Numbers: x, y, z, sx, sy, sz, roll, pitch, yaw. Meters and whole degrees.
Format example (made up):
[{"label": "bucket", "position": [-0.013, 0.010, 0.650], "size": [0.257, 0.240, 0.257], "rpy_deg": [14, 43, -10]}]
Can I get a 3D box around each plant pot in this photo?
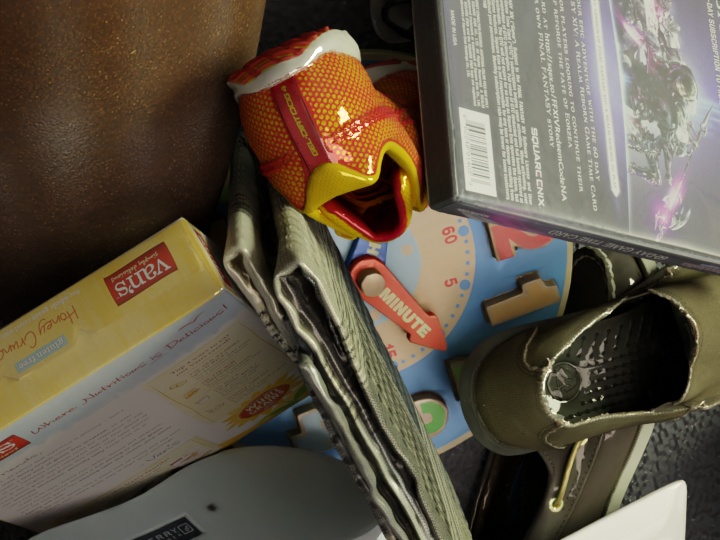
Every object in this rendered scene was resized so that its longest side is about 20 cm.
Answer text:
[{"label": "plant pot", "position": [-0.117, -0.082, 1.013], "size": [0.186, 0.187, 0.201], "rpy_deg": [-17, 126, -20]}]

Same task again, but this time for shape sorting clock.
[{"label": "shape sorting clock", "position": [0.000, 0.000, 1.147], "size": [0.199, 0.039, 0.201], "rpy_deg": [-5, 109, -15]}]

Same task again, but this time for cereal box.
[{"label": "cereal box", "position": [-0.097, 0.050, 1.036], "size": [0.143, 0.200, 0.040], "rpy_deg": [-32, 73, 3]}]

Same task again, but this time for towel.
[{"label": "towel", "position": [-0.003, 0.049, 1.035], "size": [0.034, 0.200, 0.193], "rpy_deg": [-26, 108, 2]}]

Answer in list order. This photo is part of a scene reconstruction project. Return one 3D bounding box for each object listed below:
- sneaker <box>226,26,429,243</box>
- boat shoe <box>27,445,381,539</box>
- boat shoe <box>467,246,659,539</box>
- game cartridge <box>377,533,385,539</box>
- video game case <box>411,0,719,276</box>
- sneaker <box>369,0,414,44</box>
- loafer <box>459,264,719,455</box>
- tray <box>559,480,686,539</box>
[{"label": "sneaker", "position": [-0.002, -0.044, 1.022], "size": [0.073, 0.200, 0.078], "rpy_deg": [-24, 84, 16]}, {"label": "boat shoe", "position": [-0.078, 0.141, 1.094], "size": [0.199, 0.071, 0.091], "rpy_deg": [-14, 134, -40]}, {"label": "boat shoe", "position": [0.092, 0.081, 1.209], "size": [0.060, 0.072, 0.202], "rpy_deg": [3, 106, -30]}, {"label": "game cartridge", "position": [-0.048, 0.174, 1.154], "size": [0.199, 0.042, 0.134], "rpy_deg": [-10, 81, -24]}, {"label": "video game case", "position": [0.097, -0.079, 1.063], "size": [0.199, 0.019, 0.144], "rpy_deg": [12, 67, -43]}, {"label": "sneaker", "position": [0.080, -0.106, 1.147], "size": [0.108, 0.070, 0.200], "rpy_deg": [-44, 112, -13]}, {"label": "loafer", "position": [0.144, 0.036, 1.144], "size": [0.199, 0.070, 0.076], "rpy_deg": [-22, 97, -19]}, {"label": "tray", "position": [0.116, 0.191, 1.236], "size": [0.107, 0.022, 0.201], "rpy_deg": [-26, 139, -18]}]
